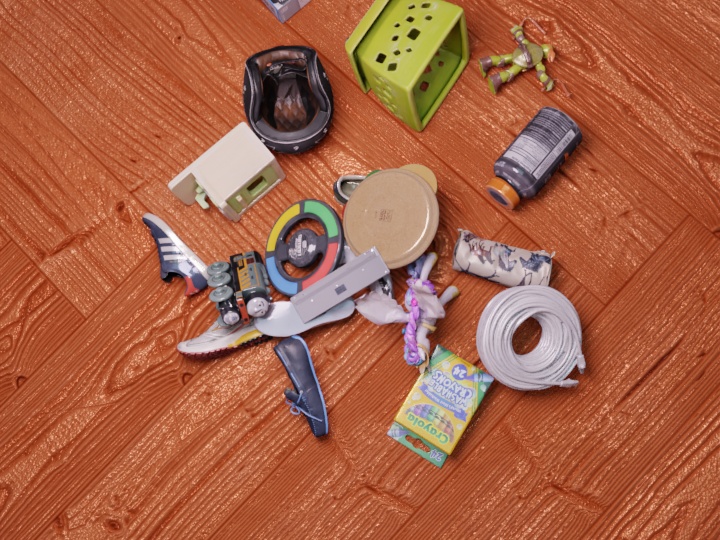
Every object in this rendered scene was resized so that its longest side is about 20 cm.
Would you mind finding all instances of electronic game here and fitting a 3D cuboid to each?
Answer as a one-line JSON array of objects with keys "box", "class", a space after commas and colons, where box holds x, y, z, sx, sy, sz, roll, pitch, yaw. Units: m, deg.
[{"box": [-0.114, -0.044, 1.442, 0.199, 0.042, 0.201, -12, 70, 35], "class": "electronic game"}]

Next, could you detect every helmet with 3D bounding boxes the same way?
[{"box": [-0.143, -0.334, 1.462, 0.199, 0.200, 0.191, -5, 123, 4], "class": "helmet"}]

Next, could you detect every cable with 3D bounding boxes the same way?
[{"box": [0.315, 0.123, 1.360, 0.199, 0.069, 0.201, -5, 98, -10], "class": "cable"}]

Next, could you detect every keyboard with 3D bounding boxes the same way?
[{"box": [-0.041, 0.029, 1.368, 0.200, 0.011, 0.056, -31, 93, 18], "class": "keyboard"}]

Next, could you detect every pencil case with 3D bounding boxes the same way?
[{"box": [0.273, -0.019, 1.421, 0.199, 0.078, 0.090, 17, 82, 8], "class": "pencil case"}]

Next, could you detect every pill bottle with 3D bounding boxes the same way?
[{"box": [0.335, -0.216, 1.438, 0.106, 0.106, 0.200, 40, 86, 11], "class": "pill bottle"}]

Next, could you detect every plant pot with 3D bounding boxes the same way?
[{"box": [0.088, -0.431, 1.460, 0.181, 0.200, 0.199, 33, 85, 16], "class": "plant pot"}]

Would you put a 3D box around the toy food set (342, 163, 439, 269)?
[{"box": [0.055, -0.099, 1.375, 0.197, 0.049, 0.201, -10, 77, 22], "class": "toy food set"}]

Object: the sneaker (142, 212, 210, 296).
[{"box": [-0.391, -0.029, 1.487, 0.085, 0.075, 0.200, -44, 79, -8], "class": "sneaker"}]

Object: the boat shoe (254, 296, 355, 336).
[{"box": [-0.109, 0.085, 1.435, 0.199, 0.066, 0.070, -16, 84, -9], "class": "boat shoe"}]

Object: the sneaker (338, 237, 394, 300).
[{"box": [0.000, 0.000, 1.448, 0.114, 0.075, 0.201, -12, 74, 5], "class": "sneaker"}]

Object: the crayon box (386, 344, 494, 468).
[{"box": [0.151, 0.259, 1.395, 0.125, 0.052, 0.200, 30, 84, 10], "class": "crayon box"}]

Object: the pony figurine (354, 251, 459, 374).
[{"box": [0.106, 0.065, 1.355, 0.166, 0.193, 0.200, -9, 42, 34], "class": "pony figurine"}]

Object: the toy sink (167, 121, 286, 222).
[{"box": [-0.264, -0.178, 1.476, 0.200, 0.130, 0.112, -40, 79, -4], "class": "toy sink"}]

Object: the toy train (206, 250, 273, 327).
[{"box": [-0.233, 0.033, 1.413, 0.114, 0.200, 0.086, -16, 121, -6], "class": "toy train"}]

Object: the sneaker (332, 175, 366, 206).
[{"box": [0.037, -0.144, 1.460, 0.199, 0.090, 0.067, 15, 80, 8], "class": "sneaker"}]

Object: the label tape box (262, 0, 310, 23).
[{"box": [-0.143, -0.660, 1.586, 0.200, 0.066, 0.143, -40, 79, -1], "class": "label tape box"}]

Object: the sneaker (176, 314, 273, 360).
[{"box": [-0.268, 0.123, 1.454, 0.199, 0.078, 0.082, -19, 74, -8], "class": "sneaker"}]

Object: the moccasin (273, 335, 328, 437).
[{"box": [-0.118, 0.227, 1.402, 0.068, 0.080, 0.201, -18, 90, -20], "class": "moccasin"}]

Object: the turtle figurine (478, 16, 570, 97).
[{"box": [0.335, -0.422, 1.496, 0.161, 0.064, 0.201, -23, 78, 1], "class": "turtle figurine"}]
